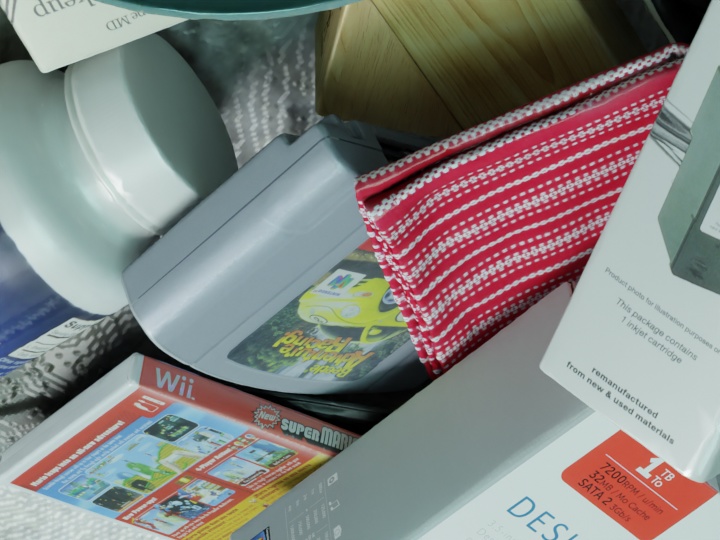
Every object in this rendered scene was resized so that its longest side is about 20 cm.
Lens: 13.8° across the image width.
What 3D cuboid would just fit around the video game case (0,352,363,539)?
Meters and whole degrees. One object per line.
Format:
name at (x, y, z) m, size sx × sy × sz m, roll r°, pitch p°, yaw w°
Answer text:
video game case at (-0.044, 0.098, 1.324) m, size 0.199 × 0.018 × 0.143 m, roll 21°, pitch 150°, yaw -23°

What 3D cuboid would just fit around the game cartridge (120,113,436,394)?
game cartridge at (0.000, 0.000, 1.223) m, size 0.133 × 0.041 × 0.199 m, roll -36°, pitch 153°, yaw 27°

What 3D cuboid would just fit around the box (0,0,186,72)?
box at (-0.129, -0.179, 1.121) m, size 0.082 × 0.069 × 0.201 m, roll -20°, pitch 125°, yaw 14°

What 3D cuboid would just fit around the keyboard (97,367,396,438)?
keyboard at (-0.017, 0.066, 1.318) m, size 0.199 × 0.040 × 0.104 m, roll 10°, pitch 153°, yaw -1°

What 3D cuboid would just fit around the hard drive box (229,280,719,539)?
hard drive box at (0.068, 0.121, 1.257) m, size 0.200 × 0.077 × 0.156 m, roll -39°, pitch 124°, yaw 23°

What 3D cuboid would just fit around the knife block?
knife block at (0.047, -0.138, 1.160) m, size 0.199 × 0.064 × 0.176 m, roll 11°, pitch 128°, yaw -10°

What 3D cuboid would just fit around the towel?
towel at (0.080, -0.015, 1.193) m, size 0.144 × 0.023 × 0.200 m, roll -23°, pitch 154°, yaw 1°

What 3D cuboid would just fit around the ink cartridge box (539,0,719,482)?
ink cartridge box at (0.171, -0.036, 1.137) m, size 0.084 × 0.146 × 0.201 m, roll 36°, pitch 118°, yaw 23°

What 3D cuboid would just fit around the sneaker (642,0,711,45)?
sneaker at (0.124, -0.168, 1.124) m, size 0.075 × 0.088 × 0.201 m, roll -14°, pitch 125°, yaw 12°

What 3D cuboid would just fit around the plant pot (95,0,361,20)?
plant pot at (-0.045, -0.197, 1.015) m, size 0.199 × 0.135 × 0.201 m, roll -2°, pitch 152°, yaw -1°

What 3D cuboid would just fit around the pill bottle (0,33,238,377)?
pill bottle at (-0.153, -0.016, 1.219) m, size 0.199 × 0.111 × 0.111 m, roll -29°, pitch 123°, yaw 19°
